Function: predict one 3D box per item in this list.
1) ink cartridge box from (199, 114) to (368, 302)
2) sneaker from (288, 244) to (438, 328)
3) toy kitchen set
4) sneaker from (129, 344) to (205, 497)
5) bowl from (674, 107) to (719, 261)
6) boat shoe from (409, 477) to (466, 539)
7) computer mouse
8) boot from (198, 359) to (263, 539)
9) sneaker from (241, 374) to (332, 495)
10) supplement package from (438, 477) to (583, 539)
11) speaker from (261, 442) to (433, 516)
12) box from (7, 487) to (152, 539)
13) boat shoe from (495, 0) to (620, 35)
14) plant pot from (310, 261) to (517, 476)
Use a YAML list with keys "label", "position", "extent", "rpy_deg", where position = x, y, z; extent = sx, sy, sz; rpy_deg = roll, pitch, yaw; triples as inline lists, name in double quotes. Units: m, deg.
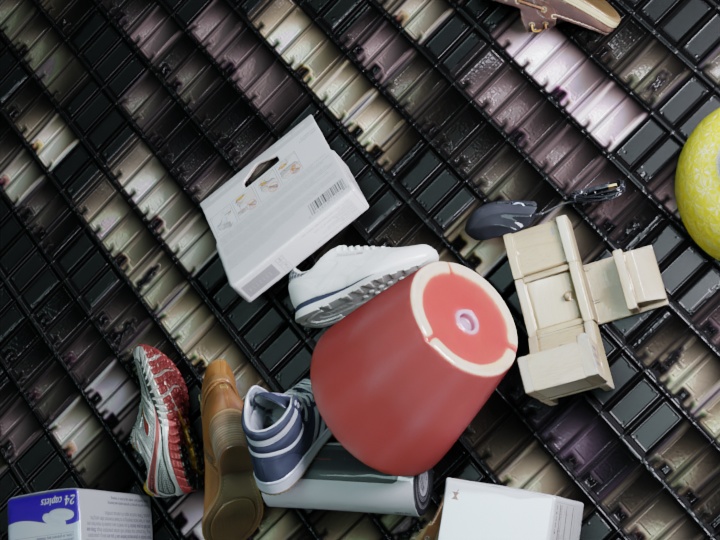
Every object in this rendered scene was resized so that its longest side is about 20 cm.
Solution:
- label: "ink cartridge box"
  position: [-0.102, -0.083, 1.518]
  extent: [0.199, 0.045, 0.177]
  rpy_deg: [-37, 43, 9]
- label: "sneaker"
  position: [0.000, 0.000, 1.448]
  extent: [0.197, 0.076, 0.082]
  rpy_deg: [-20, 62, 14]
- label: "toy kitchen set"
  position: [0.248, 0.024, 1.288]
  extent: [0.161, 0.180, 0.203]
  rpy_deg: [-17, 75, 14]
- label: "sneaker"
  position: [-0.263, 0.191, 1.496]
  extent: [0.081, 0.078, 0.203]
  rpy_deg: [-21, 71, 16]
- label: "bowl"
  position: [0.439, -0.109, 1.288]
  extent: [0.197, 0.108, 0.204]
  rpy_deg: [-5, 76, 20]
- label: "boat shoe"
  position: [0.079, 0.321, 1.305]
  extent: [0.073, 0.076, 0.202]
  rpy_deg: [2, 47, 20]
- label: "computer mouse"
  position: [0.215, -0.080, 1.390]
  extent: [0.197, 0.059, 0.035]
  rpy_deg: [-17, 105, 15]
- label: "boot"
  position: [-0.171, 0.226, 1.446]
  extent: [0.075, 0.203, 0.156]
  rpy_deg: [-8, 39, -12]
- label: "sneaker"
  position: [-0.072, 0.153, 1.371]
  extent: [0.069, 0.110, 0.201]
  rpy_deg: [6, 41, 27]
- label: "supplement package"
  position: [0.161, 0.292, 1.247]
  extent: [0.115, 0.200, 0.120]
  rpy_deg: [7, 80, 22]
- label: "speaker"
  position: [-0.018, 0.245, 1.391]
  extent: [0.196, 0.081, 0.083]
  rpy_deg: [0, 77, 21]
- label: "box"
  position: [-0.333, 0.375, 1.421]
  extent: [0.103, 0.184, 0.204]
  rpy_deg: [-11, 74, 16]
- label: "boat shoe"
  position: [0.223, -0.328, 1.450]
  extent: [0.198, 0.072, 0.073]
  rpy_deg: [28, 118, 13]
- label: "plant pot"
  position: [0.068, 0.098, 1.297]
  extent: [0.177, 0.198, 0.203]
  rpy_deg: [-46, 62, 41]
